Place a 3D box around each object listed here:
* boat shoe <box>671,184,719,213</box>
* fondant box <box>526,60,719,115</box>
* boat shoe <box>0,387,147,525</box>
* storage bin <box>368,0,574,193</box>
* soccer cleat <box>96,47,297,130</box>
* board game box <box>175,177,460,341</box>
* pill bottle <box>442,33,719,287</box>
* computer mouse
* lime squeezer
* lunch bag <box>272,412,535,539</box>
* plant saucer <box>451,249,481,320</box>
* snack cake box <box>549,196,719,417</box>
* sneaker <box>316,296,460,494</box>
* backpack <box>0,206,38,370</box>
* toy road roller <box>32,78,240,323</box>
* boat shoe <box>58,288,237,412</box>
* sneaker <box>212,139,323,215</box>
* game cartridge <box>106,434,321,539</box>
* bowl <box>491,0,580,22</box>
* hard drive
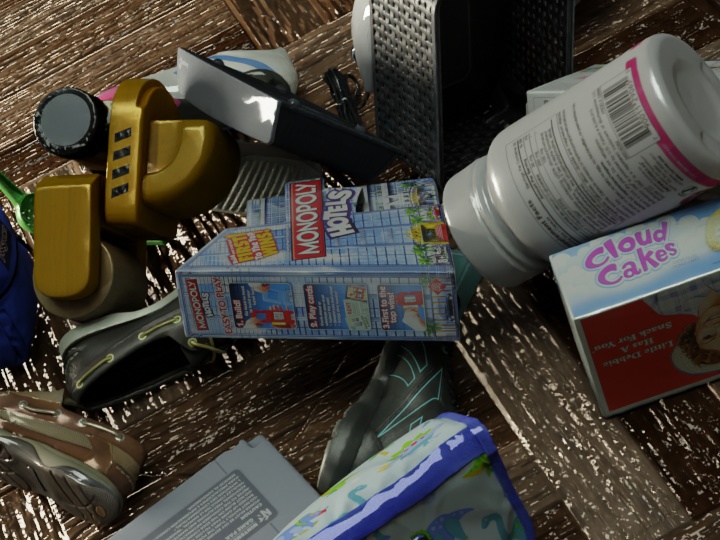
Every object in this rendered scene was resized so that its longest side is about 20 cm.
[{"bbox_3d":[0.218,-0.043,1.402,0.200,0.071,0.069,-10,45,12],"label":"boat shoe"},{"bbox_3d":[0.246,-0.124,1.418,0.200,0.058,0.144,3,15,28],"label":"fondant box"},{"bbox_3d":[-0.248,0.129,1.442,0.200,0.076,0.072,25,58,27],"label":"boat shoe"},{"bbox_3d":[0.089,-0.176,1.472,0.135,0.200,0.094,-24,42,-24],"label":"storage bin"},{"bbox_3d":[-0.150,-0.154,1.668,0.200,0.070,0.086,-9,31,12],"label":"soccer cleat"},{"bbox_3d":[-0.035,-0.012,1.384,0.200,0.062,0.200,-6,30,0],"label":"board game box"},{"bbox_3d":[0.163,-0.073,1.325,0.200,0.113,0.113,-31,38,33],"label":"pill bottle"},{"bbox_3d":[0.007,-0.192,1.549,0.044,0.200,0.110,8,45,-14],"label":"computer mouse"},{"bbox_3d":[-0.259,-0.052,1.615,0.200,0.071,0.038,25,40,4],"label":"lime squeezer"},{"bbox_3d":[0.016,0.181,1.184,0.170,0.200,0.127,-36,67,-12],"label":"lunch bag"},{"bbox_3d":[0.000,0.000,1.491,0.200,0.019,0.070,8,53,29],"label":"plant saucer"},{"bbox_3d":[0.246,0.016,1.307,0.200,0.115,0.067,-19,46,4],"label":"snack cake box"},{"bbox_3d":[0.039,0.097,1.364,0.079,0.075,0.200,22,57,10],"label":"sneaker"},{"bbox_3d":[-0.365,-0.003,1.515,0.168,0.200,0.163,-18,45,6],"label":"backpack"},{"bbox_3d":[-0.178,-0.056,1.495,0.146,0.123,0.200,0,82,15],"label":"toy road roller"},{"bbox_3d":[-0.140,0.054,1.466,0.201,0.072,0.061,-22,53,8],"label":"boat shoe"},{"bbox_3d":[-0.123,-0.097,1.592,0.200,0.074,0.082,1,46,17],"label":"sneaker"},{"bbox_3d":[-0.117,0.212,1.324,0.200,0.040,0.133,-36,36,-11],"label":"game cartridge"},{"bbox_3d":[0.130,-0.267,1.629,0.201,0.090,0.201,-12,47,13],"label":"bowl"},{"bbox_3d":[-0.066,-0.126,1.503,0.200,0.135,0.042,33,102,56],"label":"hard drive"}]
